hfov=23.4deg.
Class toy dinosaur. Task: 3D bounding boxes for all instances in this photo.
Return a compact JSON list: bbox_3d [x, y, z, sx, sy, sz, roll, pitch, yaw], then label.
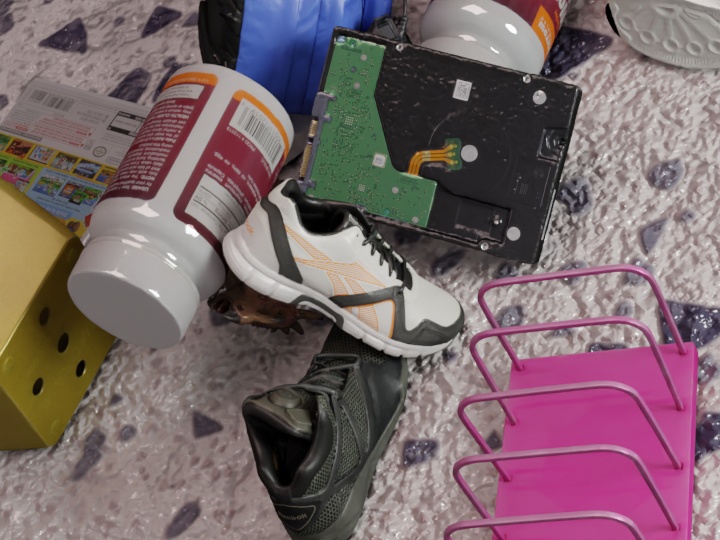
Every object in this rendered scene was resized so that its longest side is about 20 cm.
[{"bbox_3d":[-0.056,-0.022,1.409,0.135,0.086,0.200,25,65,40],"label":"toy dinosaur"}]

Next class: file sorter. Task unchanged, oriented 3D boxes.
[{"bbox_3d":[0.141,0.111,1.166,0.138,0.126,0.202,-7,52,23],"label":"file sorter"}]

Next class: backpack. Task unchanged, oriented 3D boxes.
[{"bbox_3d":[-0.055,-0.230,1.487,0.166,0.164,0.201,3,30,-6],"label":"backpack"}]

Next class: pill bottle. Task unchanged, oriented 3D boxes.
[{"bbox_3d":[0.114,-0.217,1.449,0.109,0.110,0.201,7,59,32],"label":"pill bottle"},{"bbox_3d":[-0.138,-0.048,1.331,0.113,0.115,0.201,5,55,31],"label":"pill bottle"}]

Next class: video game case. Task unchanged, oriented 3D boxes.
[{"bbox_3d":[-0.286,-0.090,1.626,0.199,0.023,0.183,17,64,36],"label":"video game case"}]

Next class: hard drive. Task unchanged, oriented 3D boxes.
[{"bbox_3d":[0.059,-0.097,1.345,0.198,0.038,0.141,15,94,12],"label":"hard drive"}]

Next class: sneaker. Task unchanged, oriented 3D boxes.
[{"bbox_3d":[0.311,-0.237,1.390,0.198,0.081,0.147,8,51,36],"label":"sneaker"},{"bbox_3d":[0.000,0.000,1.289,0.080,0.198,0.074,-53,28,28],"label":"sneaker"},{"bbox_3d":[-0.024,0.092,1.280,0.075,0.115,0.201,3,54,28],"label":"sneaker"}]

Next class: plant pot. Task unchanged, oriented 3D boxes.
[{"bbox_3d":[-0.314,0.036,1.435,0.175,0.201,0.201,15,62,24],"label":"plant pot"}]

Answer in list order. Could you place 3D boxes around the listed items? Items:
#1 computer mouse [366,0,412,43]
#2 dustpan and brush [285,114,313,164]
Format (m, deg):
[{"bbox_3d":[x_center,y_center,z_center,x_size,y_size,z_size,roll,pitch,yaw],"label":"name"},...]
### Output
[{"bbox_3d":[0.024,-0.172,1.464,0.046,0.140,0.202,12,101,23],"label":"computer mouse"},{"bbox_3d":[-0.120,-0.105,1.521,0.139,0.057,0.201,17,64,36],"label":"dustpan and brush"}]
